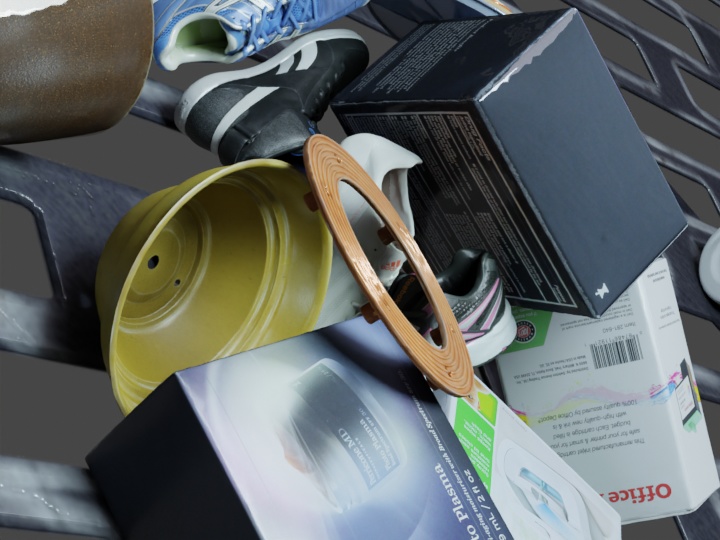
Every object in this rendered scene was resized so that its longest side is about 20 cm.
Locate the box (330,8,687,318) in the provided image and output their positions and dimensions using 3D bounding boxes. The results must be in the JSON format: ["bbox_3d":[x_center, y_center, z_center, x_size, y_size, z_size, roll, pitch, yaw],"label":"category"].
[{"bbox_3d":[0.114,-0.082,1.318,0.123,0.198,0.201,-42,115,-22],"label":"box"}]

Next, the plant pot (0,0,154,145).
[{"bbox_3d":[-0.264,-0.153,1.074,0.199,0.187,0.188,-25,79,-46],"label":"plant pot"}]

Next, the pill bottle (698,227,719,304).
[{"bbox_3d":[0.508,0.020,2.082,0.199,0.112,0.113,27,37,-41],"label":"pill bottle"}]

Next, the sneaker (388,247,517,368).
[{"bbox_3d":[0.030,0.047,1.256,0.199,0.080,0.087,-37,133,-34],"label":"sneaker"}]

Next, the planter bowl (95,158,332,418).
[{"bbox_3d":[-0.115,0.008,1.140,0.083,0.203,0.199,26,12,35],"label":"planter bowl"}]

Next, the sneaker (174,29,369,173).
[{"bbox_3d":[-0.044,-0.122,1.388,0.199,0.073,0.112,-27,60,-37],"label":"sneaker"}]

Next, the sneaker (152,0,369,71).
[{"bbox_3d":[-0.082,-0.204,1.383,0.076,0.198,0.078,74,3,-45],"label":"sneaker"}]

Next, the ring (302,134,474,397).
[{"bbox_3d":[0.016,-0.001,1.139,0.201,0.019,0.201,53,15,-21],"label":"ring"}]

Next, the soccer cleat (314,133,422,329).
[{"bbox_3d":[0.000,0.000,1.276,0.077,0.203,0.069,15,18,27],"label":"soccer cleat"}]

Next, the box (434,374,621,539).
[{"bbox_3d":[0.097,0.203,1.277,0.200,0.096,0.177,44,27,-17],"label":"box"}]

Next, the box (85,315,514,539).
[{"bbox_3d":[-0.030,0.153,1.076,0.197,0.123,0.201,-16,71,-47],"label":"box"}]

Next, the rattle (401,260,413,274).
[{"bbox_3d":[0.083,0.014,1.534,0.128,0.143,0.202,6,61,-12],"label":"rattle"}]

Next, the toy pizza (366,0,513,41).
[{"bbox_3d":[0.093,-0.200,1.430,0.199,0.032,0.200,28,-10,5],"label":"toy pizza"}]

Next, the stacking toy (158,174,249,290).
[{"bbox_3d":[-0.068,-0.017,1.305,0.199,0.085,0.086,12,47,-60],"label":"stacking toy"}]

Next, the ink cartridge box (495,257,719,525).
[{"bbox_3d":[0.201,0.106,1.428,0.084,0.143,0.203,-12,88,-61],"label":"ink cartridge box"}]
